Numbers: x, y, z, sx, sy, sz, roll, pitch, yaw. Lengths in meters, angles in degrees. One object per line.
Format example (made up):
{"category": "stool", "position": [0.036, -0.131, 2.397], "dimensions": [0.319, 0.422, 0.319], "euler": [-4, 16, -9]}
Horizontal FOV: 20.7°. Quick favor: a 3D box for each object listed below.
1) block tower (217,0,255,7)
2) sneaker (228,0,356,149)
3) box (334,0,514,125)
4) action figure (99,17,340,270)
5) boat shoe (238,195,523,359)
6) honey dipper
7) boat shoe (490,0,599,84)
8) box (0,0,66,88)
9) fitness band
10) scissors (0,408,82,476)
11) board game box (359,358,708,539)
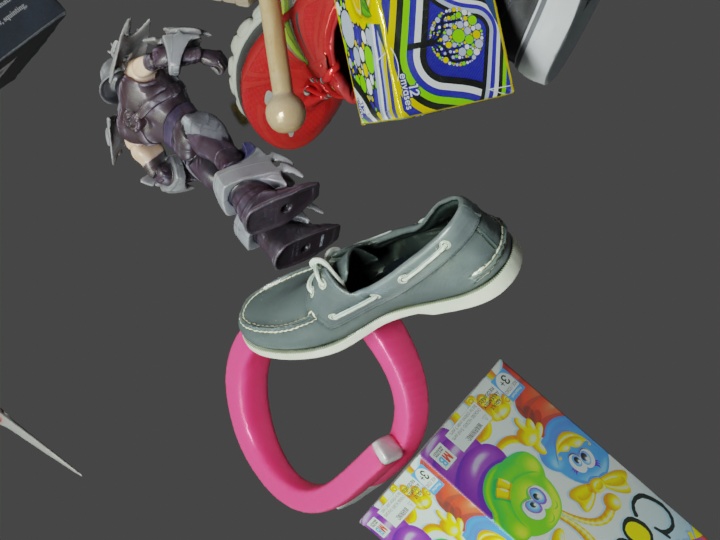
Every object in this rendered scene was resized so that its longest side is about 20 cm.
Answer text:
{"category": "block tower", "position": [-0.127, -0.207, 1.170], "dimensions": [0.200, 0.054, 0.058], "euler": [15, 133, 31]}
{"category": "sneaker", "position": [-0.018, -0.122, 1.106], "dimensions": [0.200, 0.077, 0.085], "euler": [120, 139, -52]}
{"category": "box", "position": [0.018, -0.178, 0.988], "dimensions": [0.070, 0.064, 0.200], "euler": [-176, 72, -72]}
{"category": "action figure", "position": [-0.102, -0.082, 1.249], "dimensions": [0.200, 0.069, 0.130], "euler": [43, 154, 28]}
{"category": "boat shoe", "position": [0.000, 0.000, 1.203], "dimensions": [0.200, 0.073, 0.062], "euler": [-16, 134, 31]}
{"category": "honey dipper", "position": [-0.055, -0.174, 1.074], "dimensions": [0.038, 0.038, 0.200], "euler": [-9, 88, 46]}
{"category": "boat shoe", "position": [0.096, -0.173, 0.958], "dimensions": [0.066, 0.070, 0.200], "euler": [32, 149, 9]}
{"category": "box", "position": [-0.324, -0.184, 1.291], "dimensions": [0.200, 0.148, 0.107], "euler": [49, 141, -5]}
{"category": "fitness band", "position": [-0.027, 0.084, 1.324], "dimensions": [0.144, 0.037, 0.200], "euler": [60, 142, 12]}
{"category": "scissors", "position": [-0.316, 0.112, 1.661], "dimensions": [0.200, 0.014, 0.073], "euler": [25, 136, 26]}
{"category": "board game box", "position": [0.119, 0.174, 1.254], "dimensions": [0.200, 0.105, 0.103], "euler": [41, 142, 4]}
